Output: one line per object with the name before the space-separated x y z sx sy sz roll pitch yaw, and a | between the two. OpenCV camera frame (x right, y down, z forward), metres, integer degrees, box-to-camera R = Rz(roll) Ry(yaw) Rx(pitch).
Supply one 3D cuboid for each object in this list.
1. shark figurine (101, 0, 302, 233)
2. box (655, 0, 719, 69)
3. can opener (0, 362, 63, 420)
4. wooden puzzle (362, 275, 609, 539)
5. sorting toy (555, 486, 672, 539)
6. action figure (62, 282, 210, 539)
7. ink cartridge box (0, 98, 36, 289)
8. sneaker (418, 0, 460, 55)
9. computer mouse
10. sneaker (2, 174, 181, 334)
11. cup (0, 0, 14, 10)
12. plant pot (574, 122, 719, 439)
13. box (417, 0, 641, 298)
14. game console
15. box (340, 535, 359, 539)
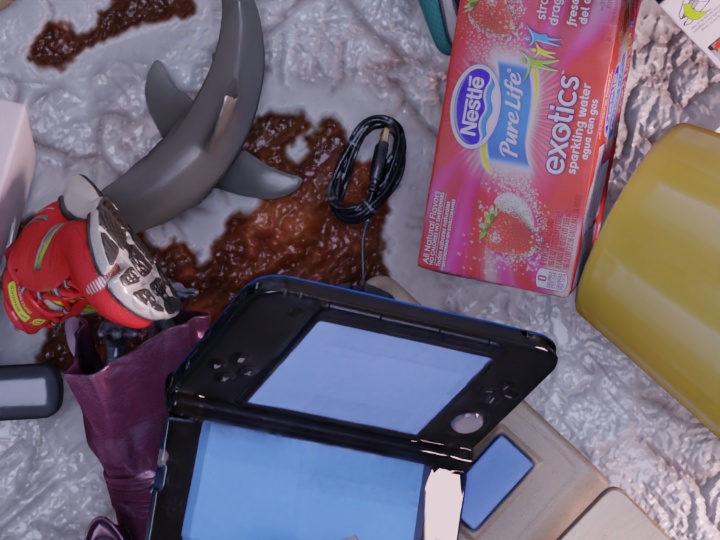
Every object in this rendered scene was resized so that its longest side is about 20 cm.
shark figurine | -0.088 -0.120 1.389 0.127 0.090 0.216 9 90 -3
box | 0.183 -0.184 1.329 0.035 0.201 0.110 -38 127 17
can opener | -0.279 0.059 1.395 0.198 0.053 0.067 -3 89 -3
wooden puzzle | 0.023 0.133 1.405 0.200 0.046 0.185 43 88 0
sorting toy | 0.149 0.266 1.394 0.199 0.070 0.200 45 88 0
action figure | -0.130 0.118 1.361 0.133 0.149 0.201 -15 109 -30
ink cartridge box | -0.304 -0.042 1.363 0.199 0.084 0.146 13 70 -1
sneaker | 0.022 -0.221 1.411 0.079 0.077 0.201 -22 94 27
computer mouse | 0.000 0.000 1.392 0.058 0.034 0.201 -1 73 16
sneaker | -0.158 0.007 1.304 0.085 0.200 0.077 -37 105 -6
cup | -0.271 -0.245 1.358 0.199 0.143 0.202 0 89 -1
plant pot | 0.235 0.015 1.351 0.188 0.201 0.202 29 88 15
box | 0.101 -0.096 1.356 0.095 0.100 0.201 12 104 11
game console | -0.004 0.109 1.290 0.199 0.171 0.119 12 50 -28
box | -0.080 0.245 1.282 0.199 0.041 0.157 -15 119 -20
